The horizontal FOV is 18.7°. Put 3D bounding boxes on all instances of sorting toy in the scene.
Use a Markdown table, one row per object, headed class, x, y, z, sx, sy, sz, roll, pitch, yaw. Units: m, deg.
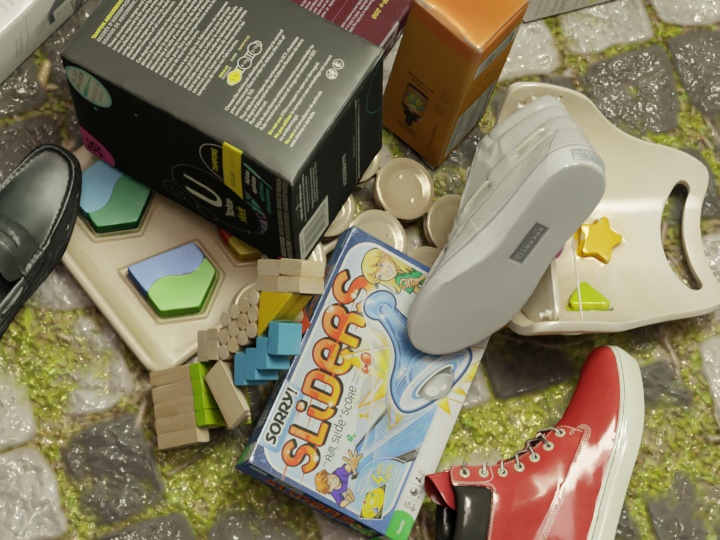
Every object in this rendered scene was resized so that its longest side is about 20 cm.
| class | x | y | z | sx | sy | sz | roll | pitch | yaw |
| --- | --- | --- | --- | --- | --- | --- | --- | --- | --- |
| sorting toy | 0.194 | -0.030 | 1.684 | 0.178 | 0.107 | 0.202 | 2 | 68 | -15 |
| sorting toy | -0.135 | -0.045 | 1.670 | 0.199 | 0.037 | 0.185 | -36 | 78 | -19 |

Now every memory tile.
| class | x | y | z | sx | sy | sz | roll | pitch | yaw |
| --- | --- | --- | --- | --- | --- | --- | --- | --- | --- |
| memory tile | 0.000 | 0.000 | 1.663 | 0.153 | 0.017 | 0.201 | 33 | 68 | -11 |

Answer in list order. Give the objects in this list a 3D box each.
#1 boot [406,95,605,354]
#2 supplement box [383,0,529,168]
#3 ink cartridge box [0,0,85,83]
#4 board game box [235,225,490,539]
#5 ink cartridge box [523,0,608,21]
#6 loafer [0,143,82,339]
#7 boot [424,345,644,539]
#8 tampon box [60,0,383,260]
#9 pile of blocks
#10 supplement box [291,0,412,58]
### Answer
| class | x | y | z | sx | sy | sz | roll | pitch | yaw |
| --- | --- | --- | --- | --- | --- | --- | --- | --- | --- |
| boot | 0.098 | -0.034 | 1.600 | 0.073 | 0.200 | 0.096 | 28 | 26 | -33 |
| supplement box | 0.067 | -0.157 | 1.654 | 0.066 | 0.200 | 0.069 | 40 | 65 | 9 |
| ink cartridge box | -0.280 | -0.257 | 1.706 | 0.145 | 0.085 | 0.200 | 39 | 67 | 7 |
| board game box | 0.008 | 0.086 | 1.617 | 0.135 | 0.034 | 0.201 | 28 | 69 | -13 |
| ink cartridge box | 0.212 | -0.318 | 1.765 | 0.198 | 0.147 | 0.147 | -15 | 71 | -13 |
| loafer | -0.265 | -0.006 | 1.602 | 0.068 | 0.070 | 0.202 | 27 | 77 | 7 |
| boot | 0.125 | 0.134 | 1.608 | 0.143 | 0.072 | 0.202 | 20 | 70 | -12 |
| tampon box | -0.098 | -0.123 | 1.596 | 0.199 | 0.150 | 0.127 | 29 | 69 | 14 |
| pile of blocks | -0.073 | 0.064 | 1.574 | 0.062 | 0.200 | 0.083 | 2 | 52 | -45 |
| supplement box | -0.057 | -0.236 | 1.741 | 0.199 | 0.061 | 0.109 | 33 | 67 | 6 |
